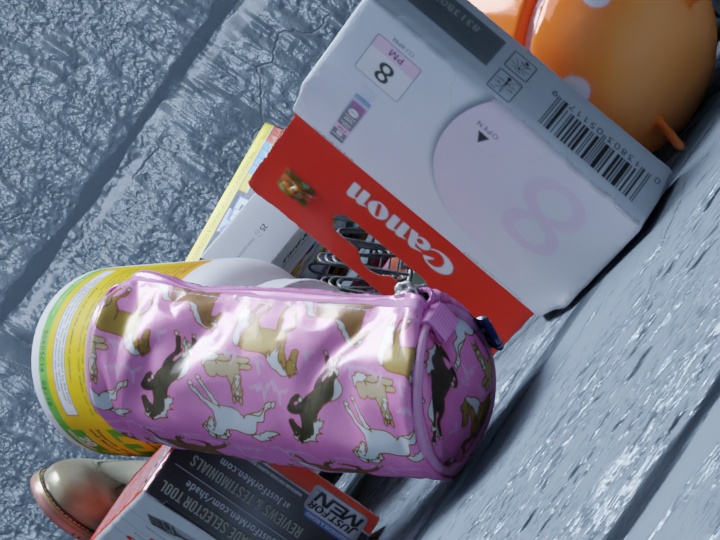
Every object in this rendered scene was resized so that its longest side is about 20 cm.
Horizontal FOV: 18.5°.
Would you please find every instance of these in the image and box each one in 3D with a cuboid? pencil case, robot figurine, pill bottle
[{"bbox_3d":[-0.036,0.046,1.031,0.200,0.083,0.087,2,65,33],"label":"pencil case"},{"bbox_3d":[0.092,-0.119,1.091,0.200,0.117,0.144,20,56,45],"label":"robot figurine"},{"bbox_3d":[-0.088,0.050,1.232,0.200,0.111,0.111,-4,45,51],"label":"pill bottle"}]

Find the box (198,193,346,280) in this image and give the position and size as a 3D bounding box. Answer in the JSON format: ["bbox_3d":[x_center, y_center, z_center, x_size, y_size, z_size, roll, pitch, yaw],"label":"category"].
[{"bbox_3d":[-0.062,0.005,1.431,0.156,0.041,0.200,-51,-11,-35],"label":"box"}]

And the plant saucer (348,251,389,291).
[{"bbox_3d":[0.015,0.030,1.598,0.201,0.051,0.201,-53,4,5],"label":"plant saucer"}]

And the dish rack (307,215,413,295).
[{"bbox_3d":[0.000,0.000,1.289,0.153,0.055,0.200,-102,20,-58],"label":"dish rack"}]

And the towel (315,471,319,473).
[{"bbox_3d":[-0.077,0.146,1.512,0.200,0.023,0.144,-55,23,33],"label":"towel"}]

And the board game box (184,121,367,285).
[{"bbox_3d":[-0.075,0.015,1.614,0.200,0.057,0.165,-61,-19,-12],"label":"board game box"}]

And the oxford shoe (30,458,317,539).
[{"bbox_3d":[-0.109,0.130,1.335,0.200,0.071,0.074,12,-54,-46],"label":"oxford shoe"}]

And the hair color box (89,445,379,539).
[{"bbox_3d":[-0.074,0.143,1.185,0.064,0.111,0.200,-57,5,-21],"label":"hair color box"}]

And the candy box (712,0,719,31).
[{"bbox_3d":[0.121,-0.080,1.209,0.200,0.056,0.117,-53,2,-16],"label":"candy box"}]

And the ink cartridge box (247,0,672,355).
[{"bbox_3d":[0.033,-0.034,1.063,0.057,0.163,0.200,-51,0,-45],"label":"ink cartridge box"}]

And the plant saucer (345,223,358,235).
[{"bbox_3d":[0.066,-0.091,1.609,0.200,0.036,0.200,-31,1,0],"label":"plant saucer"}]

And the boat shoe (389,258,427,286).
[{"bbox_3d":[0.080,-0.055,1.333,0.200,0.071,0.063,-58,21,19],"label":"boat shoe"}]
